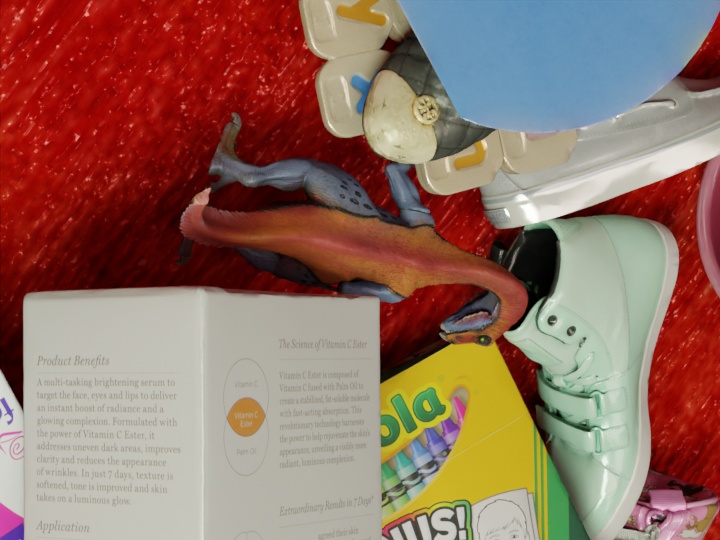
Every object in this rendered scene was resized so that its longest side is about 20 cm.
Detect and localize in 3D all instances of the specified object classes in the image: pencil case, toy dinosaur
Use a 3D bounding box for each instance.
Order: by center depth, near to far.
[{"bbox_3d":[0.000,0.000,0.964,0.181,0.200,0.105,23,114,-2],"label":"toy dinosaur"},{"bbox_3d":[0.158,0.221,1.146,0.086,0.083,0.201,7,99,-42],"label":"pencil case"}]

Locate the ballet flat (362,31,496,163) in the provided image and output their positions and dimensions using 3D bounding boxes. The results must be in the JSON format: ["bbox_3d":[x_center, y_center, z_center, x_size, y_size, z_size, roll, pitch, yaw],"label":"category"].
[{"bbox_3d":[0.082,-0.114,0.955,0.200,0.057,0.067,-32,103,-25],"label":"ballet flat"}]

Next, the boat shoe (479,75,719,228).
[{"bbox_3d":[0.151,-0.086,1.063,0.199,0.072,0.069,-21,100,-12],"label":"boat shoe"}]

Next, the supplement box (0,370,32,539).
[{"bbox_3d":[-0.223,0.058,0.880,0.101,0.103,0.200,-33,122,-16],"label":"supplement box"}]

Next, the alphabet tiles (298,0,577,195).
[{"bbox_3d":[0.052,-0.145,0.979,0.195,0.015,0.201,-17,98,-28],"label":"alphabet tiles"}]

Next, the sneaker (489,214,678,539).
[{"bbox_3d":[0.110,0.064,1.081,0.118,0.074,0.201,6,95,-40],"label":"sneaker"}]

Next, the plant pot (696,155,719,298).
[{"bbox_3d":[0.323,-0.009,1.122,0.200,0.200,0.179,-54,139,-2],"label":"plant pot"}]

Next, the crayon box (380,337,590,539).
[{"bbox_3d":[0.017,0.152,1.039,0.200,0.058,0.173,-28,96,-19],"label":"crayon box"}]

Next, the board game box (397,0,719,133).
[{"bbox_3d":[0.084,-0.166,0.934,0.158,0.039,0.201,-28,88,-6],"label":"board game box"}]

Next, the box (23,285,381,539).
[{"bbox_3d":[-0.072,0.109,0.893,0.152,0.106,0.201,4,84,-58],"label":"box"}]
